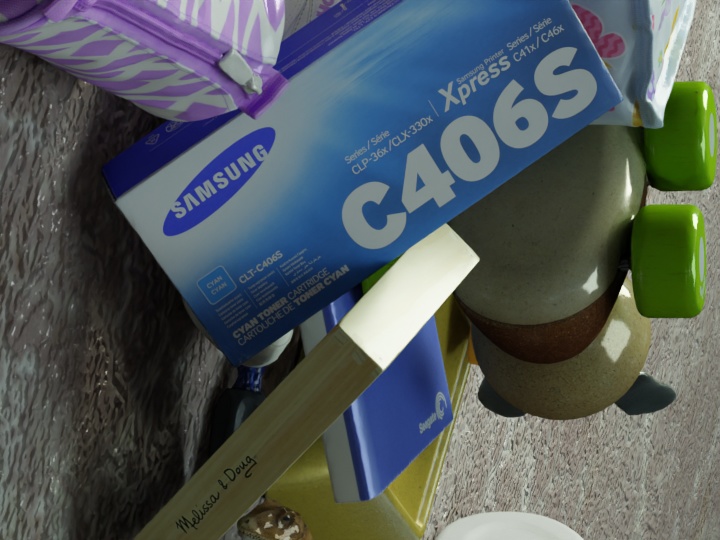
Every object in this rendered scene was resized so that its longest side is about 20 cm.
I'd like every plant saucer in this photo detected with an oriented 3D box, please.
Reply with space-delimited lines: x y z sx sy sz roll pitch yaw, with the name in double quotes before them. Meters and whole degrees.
"plant saucer" 0.018 0.064 1.280 0.200 0.048 0.201 58 45 -64

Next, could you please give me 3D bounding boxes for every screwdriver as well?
"screwdriver" -0.052 0.019 1.099 0.029 0.028 0.202 12 81 -43

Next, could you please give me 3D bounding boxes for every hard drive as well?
"hard drive" 0.000 0.000 1.137 0.132 0.025 0.202 -36 117 -65

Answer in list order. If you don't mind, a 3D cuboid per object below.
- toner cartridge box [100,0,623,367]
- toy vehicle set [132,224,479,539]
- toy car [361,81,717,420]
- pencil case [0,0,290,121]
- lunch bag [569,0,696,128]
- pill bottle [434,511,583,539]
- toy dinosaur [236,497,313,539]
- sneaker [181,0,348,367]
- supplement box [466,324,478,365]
"toner cartridge box" 0.001 -0.056 0.929 0.095 0.199 0.043 55 0 -26
"toy vehicle set" -0.037 0.071 0.974 0.200 0.027 0.124 -47 179 29
"toy car" 0.105 0.011 1.163 0.201 0.163 0.159 72 23 -49
"pencil case" -0.090 -0.102 0.807 0.084 0.086 0.200 -40 163 12
"lunch bag" 0.078 -0.162 1.116 0.200 0.168 0.128 -62 149 -55
"pill bottle" 0.098 0.275 1.528 0.112 0.111 0.201 -45 141 -60
"toy dinosaur" -0.029 0.177 1.157 0.107 0.060 0.200 -59 164 -16
"sneaker" -0.033 -0.039 0.988 0.075 0.099 0.201 -63 157 -54
"supplement box" 0.111 -0.039 1.293 0.069 0.066 0.201 -53 152 -64
